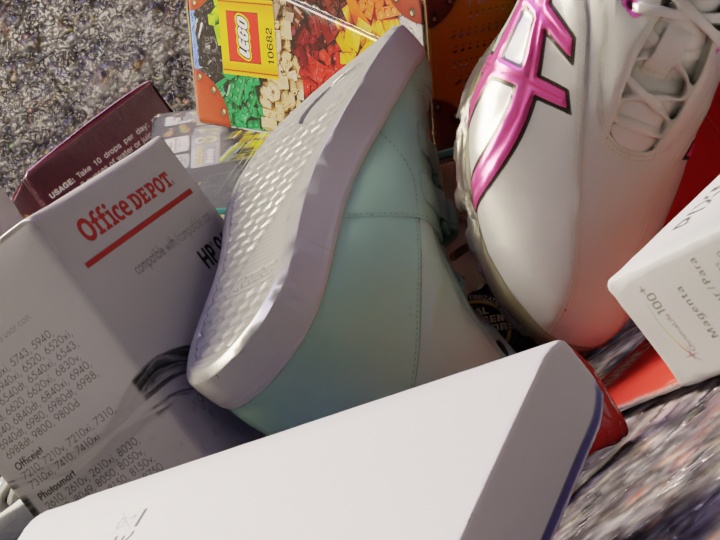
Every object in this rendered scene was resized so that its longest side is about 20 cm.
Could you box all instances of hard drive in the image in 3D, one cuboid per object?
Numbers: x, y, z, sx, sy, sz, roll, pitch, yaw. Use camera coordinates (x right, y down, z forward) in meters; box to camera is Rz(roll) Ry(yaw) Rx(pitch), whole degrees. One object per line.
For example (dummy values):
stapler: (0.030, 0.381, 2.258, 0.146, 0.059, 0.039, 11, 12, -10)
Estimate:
hard drive: (-0.041, 0.092, 0.534, 0.199, 0.025, 0.132, -21, 27, 40)

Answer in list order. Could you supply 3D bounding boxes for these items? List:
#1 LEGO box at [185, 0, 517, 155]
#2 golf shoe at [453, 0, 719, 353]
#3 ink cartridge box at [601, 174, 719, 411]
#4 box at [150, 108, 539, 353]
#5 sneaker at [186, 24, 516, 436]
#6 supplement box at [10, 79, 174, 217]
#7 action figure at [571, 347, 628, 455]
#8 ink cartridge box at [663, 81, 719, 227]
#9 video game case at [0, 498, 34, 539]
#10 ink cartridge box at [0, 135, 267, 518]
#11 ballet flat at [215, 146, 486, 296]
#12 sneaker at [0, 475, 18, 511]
LEGO box: (0.049, -0.110, 0.902, 0.199, 0.078, 0.148, -17, 19, -38)
golf shoe: (0.082, -0.074, 0.692, 0.092, 0.072, 0.201, -25, 53, 61)
ink cartridge box: (0.148, -0.037, 0.658, 0.200, 0.044, 0.173, -40, 5, -30)
box: (-0.012, -0.017, 0.919, 0.160, 0.049, 0.200, -9, 30, 4)
sneaker: (0.015, 0.006, 0.726, 0.074, 0.118, 0.201, -38, 21, 34)
supplement box: (-0.090, 0.012, 1.124, 0.085, 0.200, 0.110, -38, 3, -14)
action figure: (-0.013, 0.093, 0.593, 0.200, 0.052, 0.065, -42, 10, -24)
ink cartridge box: (0.142, -0.092, 0.811, 0.200, 0.116, 0.067, -39, 4, -25)
video game case: (-0.157, 0.156, 0.821, 0.199, 0.019, 0.143, -36, -29, 8)
ink cartridge box: (-0.073, 0.032, 0.707, 0.068, 0.200, 0.116, -36, 4, 22)
ballet flat: (0.000, 0.000, 0.799, 0.198, 0.063, 0.068, -13, -23, -1)
sneaker: (-0.128, 0.089, 1.003, 0.087, 0.074, 0.201, 75, -147, -69)
